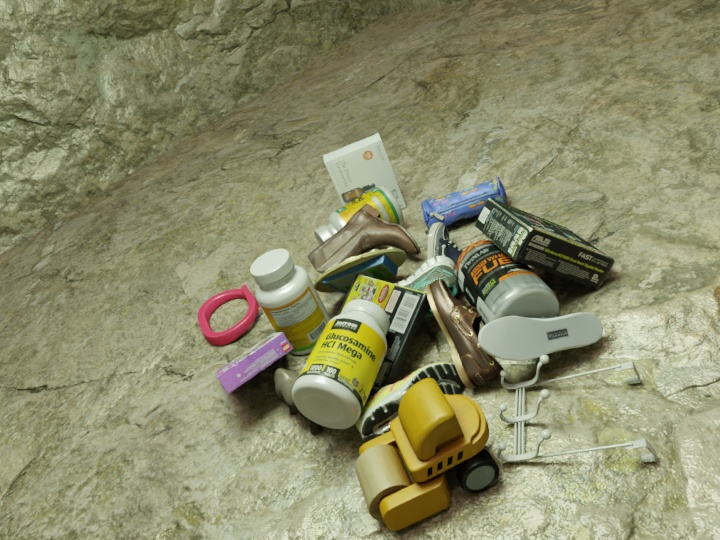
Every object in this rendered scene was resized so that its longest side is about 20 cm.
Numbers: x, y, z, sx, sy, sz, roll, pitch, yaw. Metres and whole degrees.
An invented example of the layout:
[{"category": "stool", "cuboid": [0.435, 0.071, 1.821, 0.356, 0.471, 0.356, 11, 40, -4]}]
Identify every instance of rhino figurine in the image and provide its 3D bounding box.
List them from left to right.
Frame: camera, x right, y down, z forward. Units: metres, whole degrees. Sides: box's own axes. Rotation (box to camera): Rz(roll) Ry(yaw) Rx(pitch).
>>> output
[{"category": "rhino figurine", "cuboid": [-0.117, 0.213, 1.035, 0.060, 0.088, 0.200, -39, 35, -23]}]

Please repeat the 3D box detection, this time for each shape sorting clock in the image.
[{"category": "shape sorting clock", "cuboid": [0.000, 0.000, 1.203, 0.199, 0.200, 0.039, -18, 75, 10]}]

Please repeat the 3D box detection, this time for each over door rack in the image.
[{"category": "over door rack", "cuboid": [0.291, 0.189, 0.820, 0.199, 0.067, 0.148, -9, 36, 23]}]

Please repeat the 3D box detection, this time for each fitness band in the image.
[{"category": "fitness band", "cuboid": [-0.309, 0.102, 1.377, 0.143, 0.037, 0.200, -33, 32, -8]}]

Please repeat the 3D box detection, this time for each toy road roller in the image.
[{"category": "toy road roller", "cuboid": [0.080, 0.240, 0.809, 0.200, 0.146, 0.123, -26, 32, -3]}]

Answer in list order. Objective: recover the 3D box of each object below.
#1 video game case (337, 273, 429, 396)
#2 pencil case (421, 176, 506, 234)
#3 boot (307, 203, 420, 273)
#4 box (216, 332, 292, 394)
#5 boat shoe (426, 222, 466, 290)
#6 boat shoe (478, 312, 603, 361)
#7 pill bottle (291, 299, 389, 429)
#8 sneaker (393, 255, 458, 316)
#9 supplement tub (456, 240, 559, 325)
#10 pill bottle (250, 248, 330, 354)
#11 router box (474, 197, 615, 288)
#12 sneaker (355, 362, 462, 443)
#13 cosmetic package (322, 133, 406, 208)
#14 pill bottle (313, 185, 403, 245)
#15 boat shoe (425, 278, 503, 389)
[{"category": "video game case", "cuboid": [0.020, 0.115, 1.069, 0.180, 0.025, 0.200, 15, 76, 45]}, {"category": "pencil case", "cuboid": [0.233, -0.148, 1.336, 0.199, 0.078, 0.087, -18, 3, 11]}, {"category": "boot", "cuboid": [0.004, -0.033, 1.285, 0.186, 0.064, 0.200, 37, 69, 27]}, {"category": "box", "cuboid": [-0.205, 0.171, 1.111, 0.137, 0.039, 0.200, -34, 2, -15]}, {"category": "boat shoe", "cuboid": [0.188, -0.028, 1.205, 0.092, 0.075, 0.200, -8, 45, 22]}, {"category": "boat shoe", "cuboid": [0.277, 0.104, 0.918, 0.199, 0.069, 0.057, -4, -10, -8]}, {"category": "pill bottle", "cuboid": [-0.023, 0.145, 0.954, 0.112, 0.113, 0.200, -4, 38, 29]}, {"category": "sneaker", "cuboid": [0.100, 0.059, 1.092, 0.200, 0.078, 0.091, -42, 30, 16]}, {"category": "supplement tub", "cuboid": [0.247, 0.033, 1.024, 0.122, 0.123, 0.200, -24, 32, 0]}, {"category": "pill bottle", "cuboid": [-0.139, 0.061, 1.165, 0.111, 0.200, 0.111, -17, 32, 11]}, {"category": "router box", "cuboid": [0.324, -0.049, 1.039, 0.062, 0.200, 0.150, -65, 26, 18]}, {"category": "sneaker", "cuboid": [0.072, 0.202, 0.942, 0.200, 0.078, 0.090, -24, 7, -20]}, {"category": "cosmetic package", "cuboid": [0.012, -0.224, 1.479, 0.150, 0.200, 0.052, -22, 33, 4]}, {"category": "pill bottle", "cuboid": [-0.006, -0.110, 1.408, 0.200, 0.113, 0.113, -31, 33, -10]}, {"category": "boat shoe", "cuboid": [0.174, 0.095, 0.976, 0.070, 0.070, 0.200, -34, 60, 22]}]
